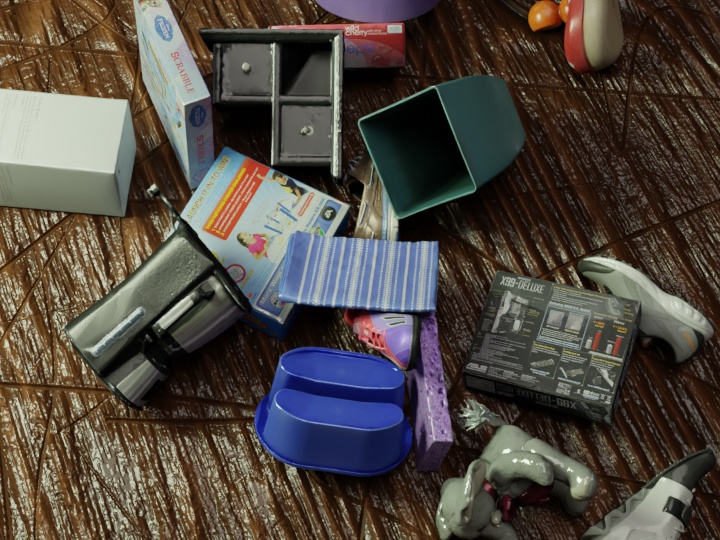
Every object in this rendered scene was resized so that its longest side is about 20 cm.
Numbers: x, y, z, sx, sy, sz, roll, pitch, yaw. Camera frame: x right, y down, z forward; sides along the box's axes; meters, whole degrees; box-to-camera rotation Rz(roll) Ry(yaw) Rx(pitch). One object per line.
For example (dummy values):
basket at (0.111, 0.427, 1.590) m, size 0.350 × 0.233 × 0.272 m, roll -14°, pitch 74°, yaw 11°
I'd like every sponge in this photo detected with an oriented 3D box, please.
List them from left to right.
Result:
sponge at (0.082, 0.138, 1.625) m, size 0.029 × 0.112 × 0.203 m, roll -1°, pitch 62°, yaw -8°

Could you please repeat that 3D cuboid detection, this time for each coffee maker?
coffee maker at (-0.263, 0.040, 1.617) m, size 0.199 × 0.135 × 0.193 m, roll -39°, pitch 62°, yaw -2°

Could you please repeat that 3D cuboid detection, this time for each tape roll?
tape roll at (0.025, -0.450, 1.907) m, size 0.197 × 0.086 × 0.201 m, roll 2°, pitch 41°, yaw -1°

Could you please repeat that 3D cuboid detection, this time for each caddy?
caddy at (-0.030, 0.180, 1.602) m, size 0.197 × 0.106 × 0.142 m, roll 9°, pitch 39°, yaw -3°

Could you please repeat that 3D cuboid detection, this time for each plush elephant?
plush elephant at (0.166, 0.268, 1.541) m, size 0.199 × 0.165 × 0.156 m, roll 34°, pitch 78°, yaw 7°

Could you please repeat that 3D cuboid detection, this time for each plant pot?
plant pot at (0.126, -0.182, 1.747) m, size 0.199 × 0.140 × 0.143 m, roll -30°, pitch 99°, yaw -49°

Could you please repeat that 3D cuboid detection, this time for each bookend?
bookend at (-0.120, -0.222, 1.774) m, size 0.197 × 0.092 × 0.202 m, roll 1°, pitch 88°, yaw 1°

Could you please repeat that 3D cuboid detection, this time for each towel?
towel at (0.000, 0.000, 1.636) m, size 0.197 × 0.024 × 0.146 m, roll 3°, pitch 35°, yaw 4°

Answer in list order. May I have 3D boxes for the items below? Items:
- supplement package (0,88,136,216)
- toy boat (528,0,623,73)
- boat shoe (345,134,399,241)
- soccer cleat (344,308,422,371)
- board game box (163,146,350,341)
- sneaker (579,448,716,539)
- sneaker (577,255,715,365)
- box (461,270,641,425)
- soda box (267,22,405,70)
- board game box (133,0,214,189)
supplement package at (-0.409, -0.157, 1.738) m, size 0.197 × 0.118 × 0.118 m, roll 6°, pitch 61°, yaw -1°
toy boat at (0.311, -0.384, 1.928) m, size 0.129 × 0.130 × 0.203 m, roll -15°, pitch 59°, yaw 22°
boat shoe at (0.017, -0.126, 1.780) m, size 0.071 × 0.073 × 0.203 m, roll 1°, pitch 62°, yaw -4°
soccer cleat at (0.028, 0.077, 1.607) m, size 0.072 × 0.200 × 0.069 m, roll 9°, pitch 98°, yaw -11°
board game box at (-0.143, -0.038, 1.731) m, size 0.194 × 0.056 × 0.201 m, roll 25°, pitch 63°, yaw 9°
sneaker at (0.370, 0.300, 1.589) m, size 0.199 × 0.074 × 0.089 m, roll -36°, pitch 70°, yaw -10°
sneaker at (0.367, 0.048, 1.720) m, size 0.199 × 0.074 × 0.080 m, roll 36°, pitch 89°, yaw 20°
box at (0.246, 0.095, 1.669) m, size 0.197 × 0.050 × 0.159 m, roll 12°, pitch 60°, yaw 19°
soda box at (-0.036, -0.319, 1.868) m, size 0.197 × 0.070 × 0.064 m, roll -2°, pitch 96°, yaw -6°
board game box at (-0.250, -0.247, 1.751) m, size 0.041 × 0.200 × 0.202 m, roll -19°, pitch 66°, yaw -14°
